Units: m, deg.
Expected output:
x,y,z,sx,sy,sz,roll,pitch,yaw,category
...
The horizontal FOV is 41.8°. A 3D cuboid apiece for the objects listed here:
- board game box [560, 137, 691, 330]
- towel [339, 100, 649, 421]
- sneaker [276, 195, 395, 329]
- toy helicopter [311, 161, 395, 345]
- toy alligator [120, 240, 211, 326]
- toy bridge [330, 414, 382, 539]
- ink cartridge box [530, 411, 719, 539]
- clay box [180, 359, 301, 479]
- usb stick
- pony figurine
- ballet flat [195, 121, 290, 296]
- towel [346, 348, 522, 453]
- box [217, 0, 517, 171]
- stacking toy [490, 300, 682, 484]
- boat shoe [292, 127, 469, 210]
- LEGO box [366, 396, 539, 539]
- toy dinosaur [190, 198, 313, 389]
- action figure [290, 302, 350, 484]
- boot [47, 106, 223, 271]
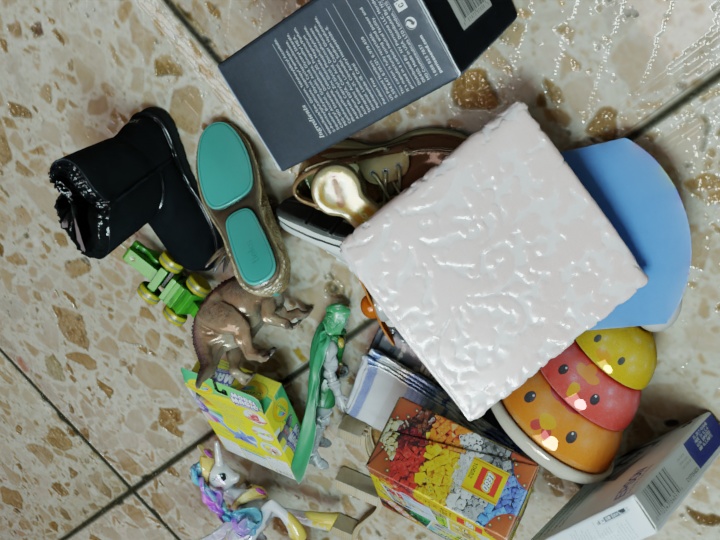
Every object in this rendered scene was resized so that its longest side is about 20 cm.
x,y,z,sx,sy,sz,roll,pitch,yaw,category
0.207,-0.030,0.847,0.198,0.039,0.161,-9,93,43,board game box
0.112,-0.007,0.799,0.199,0.032,0.192,-38,90,8,towel
0.000,0.000,0.965,0.197,0.076,0.117,19,126,14,sneaker
0.028,-0.016,0.857,0.199,0.079,0.132,41,103,-11,toy helicopter
-0.238,0.001,1.115,0.199,0.054,0.060,41,103,0,toy alligator
0.001,0.269,1.169,0.066,0.027,0.203,18,128,18,toy bridge
0.233,0.224,0.899,0.200,0.198,0.041,-43,76,38,ink cartridge box
-0.132,0.169,1.120,0.113,0.048,0.201,18,148,23,clay box
0.101,0.120,1.013,0.198,0.033,0.056,32,131,9,usb stick
-0.148,0.332,1.218,0.198,0.167,0.195,29,119,8,pony figurine
-0.121,-0.058,0.973,0.069,0.065,0.203,-20,67,6,ballet flat
0.075,0.174,1.047,0.198,0.024,0.148,32,146,8,towel
0.007,-0.192,0.790,0.198,0.149,0.108,-23,107,37,box
0.224,0.083,0.881,0.145,0.146,0.202,34,113,5,stacking toy
0.023,-0.084,0.898,0.197,0.074,0.077,-2,119,30,boat shoe
0.093,0.219,0.954,0.147,0.078,0.201,24,161,16,LEGO box
-0.134,0.034,1.018,0.135,0.200,0.086,41,160,0,toy dinosaur
-0.039,0.126,1.066,0.054,0.119,0.203,8,118,-3,action figure
-0.237,-0.054,1.004,0.075,0.168,0.203,-2,119,30,boot
